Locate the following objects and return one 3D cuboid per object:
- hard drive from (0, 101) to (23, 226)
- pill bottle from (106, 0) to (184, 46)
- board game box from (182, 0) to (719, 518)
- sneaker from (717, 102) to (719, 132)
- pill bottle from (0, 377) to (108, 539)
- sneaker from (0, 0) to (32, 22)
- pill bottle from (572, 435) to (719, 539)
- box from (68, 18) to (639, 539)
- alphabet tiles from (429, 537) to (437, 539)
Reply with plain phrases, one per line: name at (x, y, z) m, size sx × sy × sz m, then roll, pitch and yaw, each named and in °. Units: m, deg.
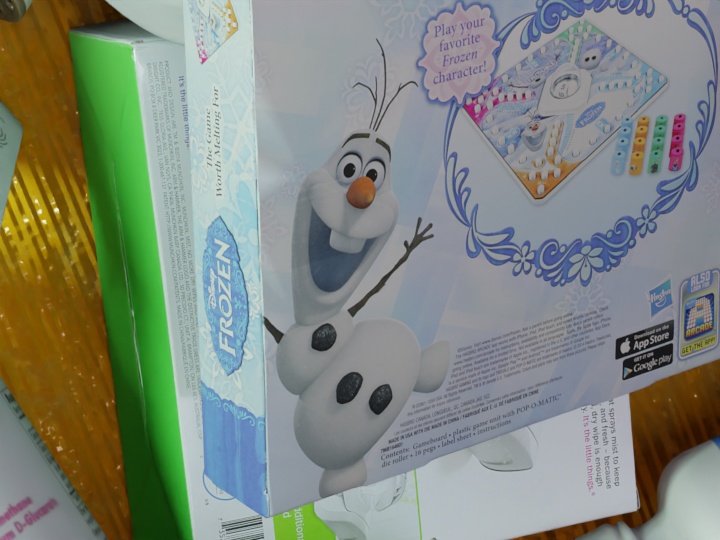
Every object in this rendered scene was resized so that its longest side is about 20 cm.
hard drive at (-0.189, -0.077, 0.862) m, size 0.027 × 0.132 × 0.200 m, roll -30°, pitch 119°, yaw 21°
pill bottle at (-0.013, -0.173, 0.904) m, size 0.200 × 0.112 × 0.112 m, roll -47°, pitch 114°, yaw -36°
board game box at (0.037, -0.044, 0.862) m, size 0.199 × 0.043 × 0.200 m, roll -16°, pitch 117°, yaw -34°
sneaker at (0.131, -0.046, 0.952) m, size 0.072 × 0.200 × 0.073 m, roll 34°, pitch 45°, yaw -8°
pill bottle at (-0.150, 0.096, 0.903) m, size 0.113 × 0.113 × 0.201 m, roll -34°, pitch 92°, yaw -12°
sneaker at (-0.143, -0.191, 0.907) m, size 0.090 × 0.067 × 0.201 m, roll -40°, pitch 110°, yaw -20°
pill bottle at (0.179, 0.103, 1.003) m, size 0.199 × 0.112 × 0.113 m, roll -24°, pitch 107°, yaw -1°
box at (0.000, 0.000, 0.970) m, size 0.175 × 0.097 × 0.202 m, roll -11°, pitch 102°, yaw -19°
alphabet tiles at (-0.041, 0.157, 0.937) m, size 0.167 × 0.200 × 0.008 m, roll -39°, pitch 81°, yaw -11°
